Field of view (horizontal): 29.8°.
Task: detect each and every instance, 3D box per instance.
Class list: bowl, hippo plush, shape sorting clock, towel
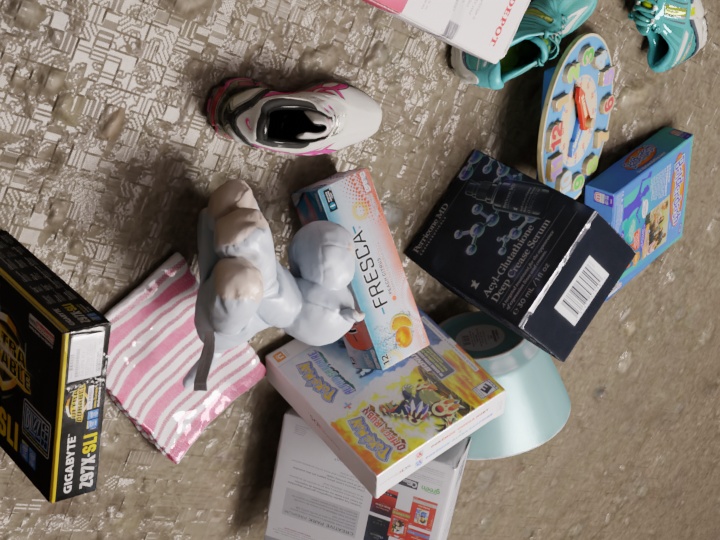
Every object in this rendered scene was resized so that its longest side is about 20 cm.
[{"bbox_3d":[0.140,0.119,1.565,0.199,0.200,0.106,-25,121,-28],"label":"bowl"},{"bbox_3d":[-0.072,0.020,1.293,0.159,0.159,0.203,6,86,-17],"label":"hippo plush"},{"bbox_3d":[0.253,-0.174,1.574,0.199,0.039,0.202,-31,129,-47],"label":"shape sorting clock"},{"bbox_3d":[-0.188,0.092,1.375,0.146,0.030,0.201,-45,135,-13],"label":"towel"}]

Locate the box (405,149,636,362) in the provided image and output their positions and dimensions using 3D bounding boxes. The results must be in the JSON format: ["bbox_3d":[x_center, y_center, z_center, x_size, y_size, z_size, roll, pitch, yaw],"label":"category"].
[{"bbox_3d":[0.176,-0.019,1.509,0.107,0.199,0.149,36,88,-45],"label":"box"}]

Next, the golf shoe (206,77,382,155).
[{"bbox_3d":[-0.049,-0.142,1.322,0.198,0.092,0.074,-6,116,-40],"label":"golf shoe"}]

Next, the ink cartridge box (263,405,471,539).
[{"bbox_3d":[0.004,0.248,1.506,0.084,0.198,0.178,-47,151,-66],"label":"ink cartridge box"}]

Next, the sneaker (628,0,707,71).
[{"bbox_3d":[0.352,-0.314,1.581,0.079,0.078,0.201,-36,133,-8],"label":"sneaker"}]

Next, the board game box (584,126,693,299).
[{"bbox_3d":[0.349,-0.074,1.711,0.199,0.045,0.154,-33,132,-40],"label":"board game box"}]

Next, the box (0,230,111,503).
[{"bbox_3d":[-0.285,0.078,1.161,0.049,0.199,0.162,-11,121,-37],"label":"box"}]

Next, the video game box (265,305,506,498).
[{"bbox_3d":[0.025,0.122,1.455,0.181,0.200,0.047,-31,145,-24],"label":"video game box"}]

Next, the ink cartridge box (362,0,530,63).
[{"bbox_3d":[0.082,-0.311,1.346,0.199,0.083,0.148,17,101,-44],"label":"ink cartridge box"}]

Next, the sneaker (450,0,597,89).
[{"bbox_3d":[0.191,-0.252,1.477,0.199,0.079,0.078,-36,132,-21],"label":"sneaker"}]

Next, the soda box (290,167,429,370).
[{"bbox_3d":[0.000,0.000,1.407,0.068,0.063,0.202,-25,101,-28],"label":"soda box"}]
